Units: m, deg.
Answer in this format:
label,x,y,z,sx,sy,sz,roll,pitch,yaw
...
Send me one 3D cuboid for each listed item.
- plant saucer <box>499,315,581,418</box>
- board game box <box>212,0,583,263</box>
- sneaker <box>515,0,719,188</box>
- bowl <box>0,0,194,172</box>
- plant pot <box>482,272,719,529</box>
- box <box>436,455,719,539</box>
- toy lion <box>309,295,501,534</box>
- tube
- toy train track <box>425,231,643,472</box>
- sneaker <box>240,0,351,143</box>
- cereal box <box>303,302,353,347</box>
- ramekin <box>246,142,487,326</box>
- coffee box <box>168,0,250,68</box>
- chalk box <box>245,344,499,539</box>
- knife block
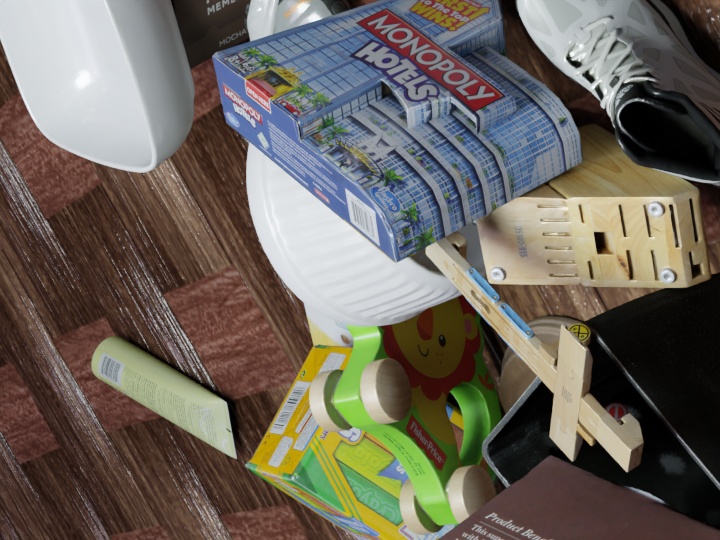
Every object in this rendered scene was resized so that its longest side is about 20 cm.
label,x,y,z,sx,sy,sz,roll,pitch,yaw
plant saucer,0.176,0.129,1.554,0.200,0.029,0.200,36,144,32
board game box,0.042,-0.117,1.307,0.200,0.200,0.062,40,151,41
sneaker,0.165,-0.125,1.233,0.200,0.115,0.076,42,107,16
bowl,-0.207,-0.186,1.571,0.200,0.075,0.200,18,131,48
plant pot,0.230,0.111,1.306,0.200,0.177,0.200,50,149,13
box,0.119,0.250,1.220,0.166,0.200,0.164,21,134,47
toy lion,0.050,0.074,1.553,0.069,0.192,0.200,-14,127,37
tube,-0.201,0.129,2.111,0.200,0.052,0.058,26,179,38
toy train track,0.110,0.040,1.219,0.200,0.033,0.115,48,156,31
sneaker,-0.052,-0.155,1.596,0.079,0.074,0.200,40,146,21
cereal box,0.000,0.000,1.689,0.144,0.040,0.200,21,134,45
ramekin,0.027,-0.064,1.439,0.105,0.200,0.200,-13,106,50
coffee box,-0.167,-0.254,1.635,0.200,0.113,0.080,35,143,34
chalk box,0.032,0.165,1.656,0.200,0.125,0.124,33,168,-18
knife block,0.153,-0.056,1.333,0.200,0.176,0.064,1,118,28
